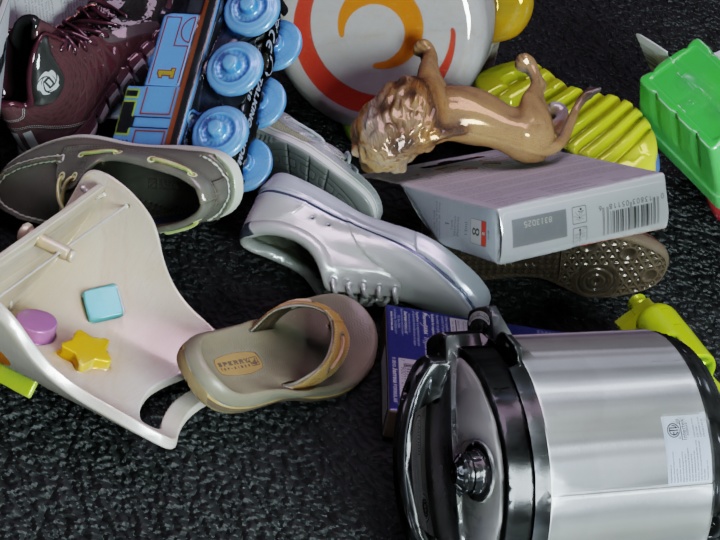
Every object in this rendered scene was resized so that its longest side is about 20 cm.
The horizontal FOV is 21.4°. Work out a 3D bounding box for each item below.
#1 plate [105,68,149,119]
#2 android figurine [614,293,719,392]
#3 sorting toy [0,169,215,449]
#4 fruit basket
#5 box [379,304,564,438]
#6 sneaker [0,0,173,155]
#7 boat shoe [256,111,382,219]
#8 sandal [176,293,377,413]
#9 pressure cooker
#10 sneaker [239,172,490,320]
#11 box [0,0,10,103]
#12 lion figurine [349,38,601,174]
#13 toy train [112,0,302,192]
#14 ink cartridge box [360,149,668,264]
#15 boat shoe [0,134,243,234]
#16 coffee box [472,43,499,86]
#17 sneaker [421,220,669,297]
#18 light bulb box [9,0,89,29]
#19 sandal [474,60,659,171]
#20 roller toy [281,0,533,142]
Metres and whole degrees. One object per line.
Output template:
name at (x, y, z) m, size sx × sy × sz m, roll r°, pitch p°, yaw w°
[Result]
plate at (-0.167, -0.180, 1.612) m, size 0.199 × 0.026 × 0.200 m, roll -5°, pitch 29°, yaw 3°
android figurine at (0.242, 0.092, 1.339) m, size 0.041 × 0.182 × 0.200 m, roll -36°, pitch 39°, yaw 5°
sorting toy at (-0.178, 0.047, 1.305) m, size 0.180 × 0.107 × 0.200 m, roll 33°, pitch 31°, yaw 8°
fruit basket at (0.312, -0.094, 1.583) m, size 0.094 × 0.200 × 0.185 m, roll -40°, pitch 48°, yaw 3°
box at (0.114, 0.086, 1.394) m, size 0.199 × 0.032 × 0.121 m, roll 8°, pitch 37°, yaw -6°
sneaker at (-0.223, -0.184, 1.508) m, size 0.075 × 0.116 × 0.200 m, roll 14°, pitch 65°, yaw 29°
boat shoe at (-0.053, -0.091, 1.544) m, size 0.202 × 0.075 × 0.065 m, roll 30°, pitch 43°, yaw 32°
sandal at (-0.047, 0.051, 1.341) m, size 0.200 × 0.054 × 0.080 m, roll -12°, pitch 59°, yaw -53°
pressure cooker at (0.116, 0.123, 1.221) m, size 0.199 × 0.179 × 0.176 m, roll -3°, pitch 42°, yaw -20°
sneaker at (0.000, 0.000, 1.456) m, size 0.199 × 0.073 × 0.071 m, roll 25°, pitch 63°, yaw 13°
box at (-0.295, -0.099, 1.365) m, size 0.060 × 0.200 × 0.117 m, roll 9°, pitch 35°, yaw -5°
lion figurine at (0.092, -0.119, 1.499) m, size 0.199 × 0.073 × 0.123 m, roll 3°, pitch 40°, yaw 1°
toy train at (-0.119, -0.145, 1.486) m, size 0.114 × 0.087 × 0.201 m, roll 6°, pitch 70°, yaw 19°
ink cartridge box at (0.115, -0.054, 1.488) m, size 0.162 × 0.050 × 0.200 m, roll -12°, pitch 14°, yaw -29°
boat shoe at (-0.189, -0.061, 1.415) m, size 0.201 × 0.072 × 0.060 m, roll 1°, pitch 14°, yaw 20°
coffee box at (0.033, -0.241, 1.738) m, size 0.199 × 0.115 × 0.080 m, roll 14°, pitch 36°, yaw 3°
sneaker at (0.147, -0.032, 1.526) m, size 0.199 × 0.071 × 0.076 m, roll 6°, pitch 43°, yaw -10°
light bulb box at (-0.325, -0.248, 1.595) m, size 0.198 × 0.125 × 0.200 m, roll 14°, pitch 35°, yaw 18°
sandal at (0.178, -0.107, 1.605) m, size 0.079 × 0.087 × 0.200 m, roll -27°, pitch 38°, yaw -22°
roller toy at (0.027, -0.221, 1.618) m, size 0.182 × 0.200 × 0.140 m, roll 44°, pitch 22°, yaw -5°
